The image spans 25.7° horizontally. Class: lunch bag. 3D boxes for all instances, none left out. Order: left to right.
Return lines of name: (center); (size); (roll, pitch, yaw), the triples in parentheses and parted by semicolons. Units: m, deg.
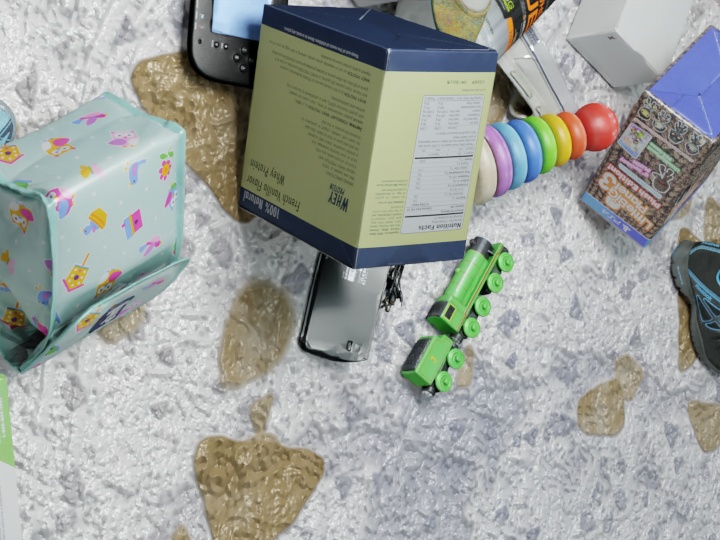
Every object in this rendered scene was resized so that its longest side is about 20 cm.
lunch bag: (-0.235, -0.022, 1.344); (0.170, 0.121, 0.201); (-34, 139, -44)

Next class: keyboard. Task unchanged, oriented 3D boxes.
keyboard: (0.000, 0.000, 1.635); (0.103, 0.040, 0.202); (18, 77, -17)

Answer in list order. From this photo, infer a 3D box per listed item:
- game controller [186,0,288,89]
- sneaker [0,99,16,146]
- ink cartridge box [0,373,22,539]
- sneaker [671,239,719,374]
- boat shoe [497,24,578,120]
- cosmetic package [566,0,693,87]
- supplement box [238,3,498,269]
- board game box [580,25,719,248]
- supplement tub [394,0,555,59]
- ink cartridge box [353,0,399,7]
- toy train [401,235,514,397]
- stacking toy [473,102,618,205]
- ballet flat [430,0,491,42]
game controller: (-0.115, -0.276, 1.517); (0.104, 0.042, 0.202); (8, 84, -42)
sneaker: (-0.345, -0.078, 1.269); (0.200, 0.095, 0.080); (-40, 116, -35)
ink cartridge box: (-0.378, 0.166, 1.244); (0.199, 0.084, 0.147); (-7, 94, -42)
sneaker: (0.462, 0.053, 2.012); (0.073, 0.082, 0.201); (-45, 119, -35)
boat shoe: (0.202, -0.192, 1.791); (0.200, 0.069, 0.071); (52, 12, -51)
cosmetic package: (0.337, -0.334, 1.900); (0.107, 0.084, 0.201); (39, 65, -34)
supplement box: (0.003, -0.129, 1.479); (0.133, 0.199, 0.202); (-5, 111, -37)
board game box: (0.366, -0.153, 1.831); (0.097, 0.201, 0.159); (39, 54, 12)
supplement tub: (0.137, -0.301, 1.692); (0.200, 0.122, 0.123); (-47, 119, -32)
ink cartridge box: (0.081, -0.365, 1.625); (0.200, 0.145, 0.084); (-47, 118, -31)
toy train: (0.106, 0.046, 1.718); (0.056, 0.042, 0.201); (40, 64, -23)
stacking toy: (0.198, -0.136, 1.734); (0.199, 0.085, 0.086); (-17, 102, -21)
ballet flat: (0.103, -0.309, 1.506); (0.070, 0.070, 0.202); (-2, 92, -42)
